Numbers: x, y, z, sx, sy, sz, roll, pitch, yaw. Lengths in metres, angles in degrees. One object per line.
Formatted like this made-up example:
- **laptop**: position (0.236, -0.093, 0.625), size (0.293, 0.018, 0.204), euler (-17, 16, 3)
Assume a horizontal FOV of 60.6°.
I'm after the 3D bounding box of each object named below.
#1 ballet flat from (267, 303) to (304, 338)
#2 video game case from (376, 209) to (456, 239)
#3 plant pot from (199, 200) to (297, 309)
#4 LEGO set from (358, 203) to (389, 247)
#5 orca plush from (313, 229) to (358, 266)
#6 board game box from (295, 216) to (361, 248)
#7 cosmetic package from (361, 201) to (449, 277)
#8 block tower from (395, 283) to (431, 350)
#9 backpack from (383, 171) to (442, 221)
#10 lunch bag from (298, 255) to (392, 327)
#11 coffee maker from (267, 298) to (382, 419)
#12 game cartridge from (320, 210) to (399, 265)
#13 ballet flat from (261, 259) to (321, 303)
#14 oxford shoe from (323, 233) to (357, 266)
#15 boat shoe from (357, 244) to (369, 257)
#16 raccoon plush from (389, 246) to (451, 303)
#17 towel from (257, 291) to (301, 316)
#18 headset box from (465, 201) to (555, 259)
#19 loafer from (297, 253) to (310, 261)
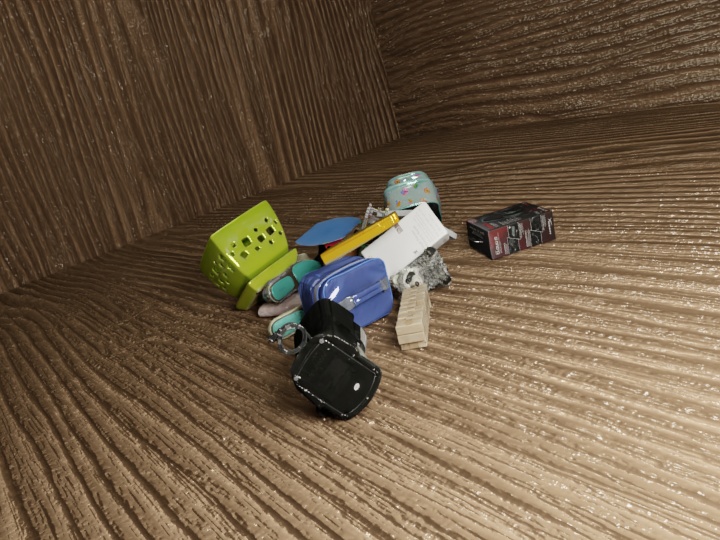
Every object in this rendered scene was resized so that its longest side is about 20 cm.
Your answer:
- **ballet flat**: position (-0.124, 0.097, 1.416), size (0.195, 0.069, 0.062), euler (-20, 8, -15)
- **video game case**: position (0.159, -0.126, 1.721), size (0.141, 0.019, 0.197), euler (4, -14, 46)
- **plant pot**: position (-0.287, -0.027, 1.625), size (0.199, 0.183, 0.199), euler (-37, -5, -32)
- **LEGO set**: position (0.081, -0.112, 1.643), size (0.195, 0.119, 0.153), euler (22, 14, 13)
- **orca plush**: position (-0.085, -0.061, 1.769), size (0.199, 0.072, 0.105), euler (-41, 12, -17)
- **board game box**: position (-0.084, -0.094, 1.724), size (0.154, 0.040, 0.200), euler (-2, 26, 28)
- **cosmetic package**: position (0.109, -0.060, 1.490), size (0.198, 0.103, 0.074), euler (-39, -15, 3)
- **block tower**: position (0.109, 0.092, 1.246), size (0.056, 0.056, 0.201), euler (-10, 18, 14)
- **backpack**: position (0.151, -0.202, 1.820), size (0.170, 0.158, 0.200), euler (-11, -10, 8)
- **lunch bag**: position (-0.020, 0.053, 1.333), size (0.197, 0.140, 0.131), euler (-26, 19, -31)
- **coffee maker**: position (-0.059, 0.126, 1.060), size (0.133, 0.195, 0.200), euler (-31, 16, 1)
- **game cartridge**: position (0.003, -0.081, 1.461), size (0.197, 0.033, 0.176), euler (-32, 4, 6)
- **ballet flat**: position (-0.181, 0.027, 1.570), size (0.071, 0.074, 0.199), euler (-1, 21, 38)
- **oxford shoe**: position (-0.034, -0.039, 1.670), size (0.070, 0.072, 0.200), euler (31, 32, 5)
- **boat shoe**: position (0.021, -0.057, 1.760), size (0.061, 0.073, 0.200), euler (24, 7, -12)
- **raccoon plush**: position (0.135, 0.026, 1.437), size (0.132, 0.098, 0.200), euler (-30, -13, -2)
- **towel**: position (-0.143, 0.062, 1.590), size (0.194, 0.033, 0.191), euler (-10, 19, 21)
- **headset box**: position (0.370, -0.102, 1.567), size (0.194, 0.079, 0.149), euler (-16, 18, -8)
- **loafer**: position (-0.177, -0.014, 1.724), size (0.073, 0.072, 0.199), euler (-5, -1, -26)
